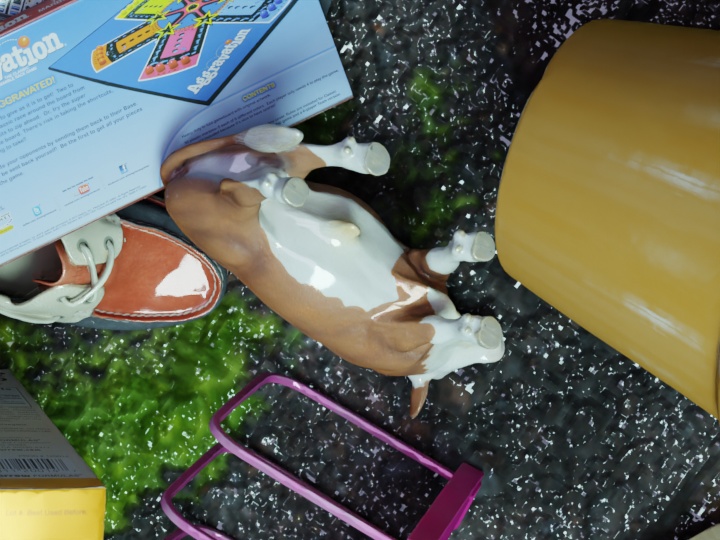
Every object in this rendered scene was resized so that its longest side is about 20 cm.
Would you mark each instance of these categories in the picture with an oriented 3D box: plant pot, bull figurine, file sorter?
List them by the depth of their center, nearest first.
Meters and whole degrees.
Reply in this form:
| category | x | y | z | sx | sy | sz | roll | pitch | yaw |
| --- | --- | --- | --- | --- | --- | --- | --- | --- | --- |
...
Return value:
| category | x | y | z | sx | sy | sz | roll | pitch | yaw |
| --- | --- | --- | --- | --- | --- | --- | --- | --- | --- |
| plant pot | 0.166 | -0.024 | 1.173 | 0.182 | 0.200 | 0.202 | 21 | 105 | 23 |
| bull figurine | 0.000 | 0.000 | 1.219 | 0.199 | 0.121 | 0.066 | 32 | 63 | -24 |
| file sorter | -0.051 | 0.167 | 1.275 | 0.125 | 0.139 | 0.201 | 30 | 106 | 7 |

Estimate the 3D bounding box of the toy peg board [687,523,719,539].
| category | x | y | z | sx | sy | sz | roll | pitch | yaw |
| --- | --- | --- | --- | --- | --- | --- | --- | --- | --- |
| toy peg board | 0.138 | 0.259 | 1.242 | 0.198 | 0.201 | 0.098 | -30 | 133 | 6 |

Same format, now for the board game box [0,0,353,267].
| category | x | y | z | sx | sy | sz | roll | pitch | yaw |
| --- | --- | --- | --- | --- | --- | --- | --- | --- | --- |
| board game box | -0.109 | -0.083 | 1.209 | 0.199 | 0.019 | 0.103 | -26 | 119 | -9 |

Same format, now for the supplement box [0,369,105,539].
| category | x | y | z | sx | sy | sz | roll | pitch | yaw |
| --- | --- | --- | --- | --- | --- | --- | --- | --- | --- |
| supplement box | -0.183 | 0.132 | 1.263 | 0.073 | 0.200 | 0.127 | 1 | 102 | -20 |

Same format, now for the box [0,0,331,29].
| category | x | y | z | sx | sy | sz | roll | pitch | yaw |
| --- | --- | --- | --- | --- | --- | --- | --- | --- | --- |
| box | -0.111 | -0.142 | 1.225 | 0.199 | 0.051 | 0.159 | 11 | 108 | -24 |

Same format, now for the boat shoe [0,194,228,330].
| category | x | y | z | sx | sy | sz | roll | pitch | yaw |
| --- | --- | --- | --- | --- | --- | --- | --- | --- | --- |
| boat shoe | -0.153 | -0.009 | 1.267 | 0.199 | 0.063 | 0.072 | 15 | 103 | -20 |
